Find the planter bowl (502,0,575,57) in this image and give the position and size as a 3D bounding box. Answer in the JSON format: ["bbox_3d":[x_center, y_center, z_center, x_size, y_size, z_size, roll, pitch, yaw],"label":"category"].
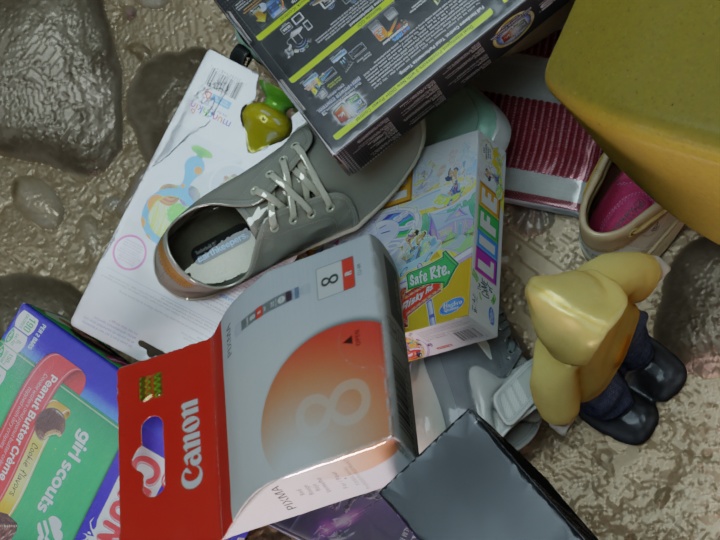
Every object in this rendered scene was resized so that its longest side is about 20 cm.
[{"bbox_3d":[0.075,-0.221,1.547,0.199,0.135,0.202,-4,74,15],"label":"planter bowl"}]

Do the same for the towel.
[{"bbox_3d":[0.109,-0.142,1.599,0.143,0.023,0.201,11,78,19],"label":"towel"}]

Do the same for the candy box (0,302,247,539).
[{"bbox_3d":[-0.178,0.147,1.559,0.199,0.077,0.170,33,94,23],"label":"candy box"}]

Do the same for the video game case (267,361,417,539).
[{"bbox_3d":[-0.017,0.110,1.563,0.199,0.019,0.143,23,82,21],"label":"video game case"}]

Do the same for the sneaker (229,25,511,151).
[{"bbox_3d":[-0.001,-0.123,1.553,0.200,0.118,0.074,27,86,33],"label":"sneaker"}]

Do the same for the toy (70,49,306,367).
[{"bbox_3d":[-0.091,-0.028,1.546,0.115,0.047,0.201,27,93,10],"label":"toy"}]

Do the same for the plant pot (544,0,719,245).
[{"bbox_3d":[0.229,-0.119,1.394,0.199,0.195,0.195,16,76,36],"label":"plant pot"}]

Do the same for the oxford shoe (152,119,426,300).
[{"bbox_3d":[-0.043,-0.046,1.490,0.199,0.058,0.075,-32,86,-1],"label":"oxford shoe"}]

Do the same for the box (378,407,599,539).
[{"bbox_3d":[0.105,0.176,1.406,0.079,0.200,0.141,-40,66,2],"label":"box"}]

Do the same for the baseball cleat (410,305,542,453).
[{"bbox_3d":[0.079,0.044,1.525,0.106,0.070,0.201,7,65,5],"label":"baseball cleat"}]

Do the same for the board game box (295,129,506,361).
[{"bbox_3d":[0.000,0.000,1.524,0.199,0.034,0.135,-17,54,33],"label":"board game box"}]

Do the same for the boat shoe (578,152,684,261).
[{"bbox_3d":[0.207,-0.088,1.526,0.074,0.069,0.201,30,84,23],"label":"boat shoe"}]

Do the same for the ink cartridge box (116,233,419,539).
[{"bbox_3d":[-0.067,0.077,1.437,0.199,0.050,0.163,-18,48,13],"label":"ink cartridge box"}]

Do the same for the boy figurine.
[{"bbox_3d":[0.148,0.039,1.436,0.064,0.200,0.125,32,82,23],"label":"boy figurine"}]

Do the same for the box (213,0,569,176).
[{"bbox_3d":[0.021,-0.182,1.457,0.200,0.044,0.160,-39,69,3],"label":"box"}]
